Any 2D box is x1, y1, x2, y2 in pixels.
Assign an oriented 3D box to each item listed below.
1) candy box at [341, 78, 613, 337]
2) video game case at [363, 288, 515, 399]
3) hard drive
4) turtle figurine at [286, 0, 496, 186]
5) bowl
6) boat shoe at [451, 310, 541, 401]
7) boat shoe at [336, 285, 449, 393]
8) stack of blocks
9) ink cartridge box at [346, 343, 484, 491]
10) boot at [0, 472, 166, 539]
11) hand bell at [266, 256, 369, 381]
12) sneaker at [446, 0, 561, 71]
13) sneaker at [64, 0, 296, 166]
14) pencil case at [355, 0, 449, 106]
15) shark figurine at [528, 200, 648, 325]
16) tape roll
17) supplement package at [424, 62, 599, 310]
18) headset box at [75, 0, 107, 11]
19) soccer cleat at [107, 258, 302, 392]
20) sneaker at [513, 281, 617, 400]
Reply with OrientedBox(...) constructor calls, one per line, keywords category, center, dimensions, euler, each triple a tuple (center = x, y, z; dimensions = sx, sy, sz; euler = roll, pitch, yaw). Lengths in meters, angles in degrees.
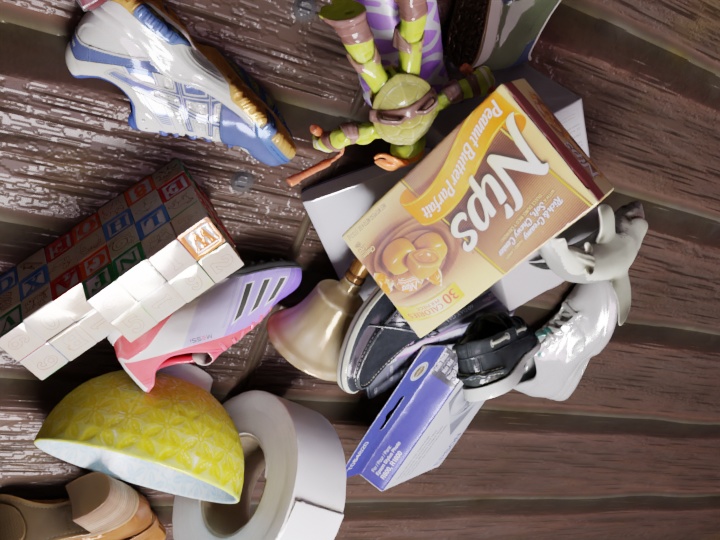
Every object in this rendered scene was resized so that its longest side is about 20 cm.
OrientedBox(category="candy box", center=(0.090, -0.047, 0.662), dimensions=(0.200, 0.116, 0.055), euler=(-41, 174, 33))
OrientedBox(category="video game case", center=(0.091, 0.078, 0.906), dimensions=(0.200, 0.019, 0.143), euler=(-27, 161, -8))
OrientedBox(category="hard drive", center=(0.036, -0.023, 0.827), dimensions=(0.132, 0.025, 0.200), euler=(-19, 130, 7))
OrientedBox(category="turtle figurine", center=(0.020, -0.140, 0.640), dimensions=(0.199, 0.064, 0.162), euler=(-17, 131, 2))
OrientedBox(category="bowl", center=(-0.196, 0.145, 0.773), dimensions=(0.200, 0.200, 0.108), euler=(37, 58, -40))
OrientedBox(category="boat shoe", center=(0.142, 0.072, 0.831), dimensions=(0.075, 0.200, 0.061), euler=(-16, 97, 17))
OrientedBox(category="boat shoe", center=(0.050, 0.039, 0.767), dimensions=(0.200, 0.062, 0.075), euler=(-51, 149, -7))
OrientedBox(category="stack of blocks", center=(-0.210, 0.003, 0.680), dimensions=(0.200, 0.115, 0.059), euler=(-34, 131, -2))
OrientedBox(category="ink cartridge box", center=(0.085, 0.169, 0.945), dimensions=(0.200, 0.041, 0.200), euler=(0, 125, -56))
OrientedBox(category="boot", center=(-0.318, 0.290, 0.853), dimensions=(0.199, 0.074, 0.155), euler=(-16, 143, 2))
OrientedBox(category="hand bell", center=(0.000, 0.000, 0.780), dimensions=(0.104, 0.104, 0.200), euler=(16, 118, -35))
OrientedBox(category="sneaker", center=(0.147, -0.274, 0.713), dimensions=(0.090, 0.067, 0.201), euler=(-3, 123, -34))
OrientedBox(category="sneaker", center=(-0.143, -0.141, 0.653), dimensions=(0.088, 0.075, 0.200), euler=(-43, 122, 15))
OrientedBox(category="pencil case", center=(0.028, -0.234, 0.667), dimensions=(0.085, 0.084, 0.200), euler=(-35, 136, -29))
OrientedBox(category="shark figurine", center=(0.183, -0.020, 0.739), dimensions=(0.214, 0.089, 0.129), euler=(11, 83, -42))
OrientedBox(category="tape roll", center=(-0.107, 0.230, 0.832), dimensions=(0.071, 0.203, 0.203), euler=(31, 104, -38))
OrientedBox(category="supplement package", center=(0.151, -0.084, 0.803), dimensions=(0.121, 0.120, 0.200), euler=(-28, 130, -7))
OrientedBox(category="headset box", center=(-0.159, -0.275, 0.515), dimensions=(0.200, 0.075, 0.149), euler=(-36, 111, -1))
OrientedBox(category="soccer cleat", center=(-0.132, 0.047, 0.750), dimensions=(0.200, 0.073, 0.068), euler=(-21, 166, -34))
OrientedBox(category="sneaker", center=(0.252, 0.084, 1.009), dimensions=(0.088, 0.075, 0.200), euler=(8, 120, -18))
